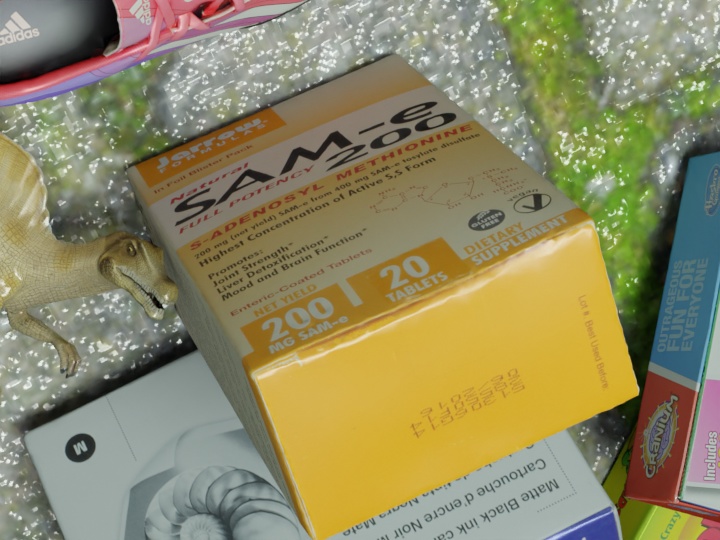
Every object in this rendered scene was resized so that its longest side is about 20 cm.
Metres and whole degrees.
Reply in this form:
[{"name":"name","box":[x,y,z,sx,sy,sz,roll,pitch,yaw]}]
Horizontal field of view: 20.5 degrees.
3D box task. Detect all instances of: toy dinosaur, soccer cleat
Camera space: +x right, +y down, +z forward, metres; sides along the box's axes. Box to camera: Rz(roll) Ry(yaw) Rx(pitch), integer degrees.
[{"name":"toy dinosaur","box":[-0.165,-0.011,0.759,0.199,0.058,0.102,23,102,1]},{"name":"soccer cleat","box":[-0.070,-0.108,0.741,0.199,0.073,0.068,-21,113,-9]}]

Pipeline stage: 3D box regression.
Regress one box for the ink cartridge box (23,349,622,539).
[{"name":"ink cartridge box","box":[-0.007,0.107,0.778,0.199,0.200,0.041,-27,152,-8]}]

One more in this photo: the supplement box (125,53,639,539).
[{"name":"supplement box","box":[0.000,0.000,0.731,0.126,0.200,0.074,-24,117,-9]}]

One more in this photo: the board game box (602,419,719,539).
[{"name":"board game box","box":[0.203,0.135,0.926,0.199,0.048,0.102,23,101,-23]}]

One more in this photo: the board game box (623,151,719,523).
[{"name":"board game box","box":[0.220,0.048,0.872,0.199,0.040,0.154,18,79,-24]}]
